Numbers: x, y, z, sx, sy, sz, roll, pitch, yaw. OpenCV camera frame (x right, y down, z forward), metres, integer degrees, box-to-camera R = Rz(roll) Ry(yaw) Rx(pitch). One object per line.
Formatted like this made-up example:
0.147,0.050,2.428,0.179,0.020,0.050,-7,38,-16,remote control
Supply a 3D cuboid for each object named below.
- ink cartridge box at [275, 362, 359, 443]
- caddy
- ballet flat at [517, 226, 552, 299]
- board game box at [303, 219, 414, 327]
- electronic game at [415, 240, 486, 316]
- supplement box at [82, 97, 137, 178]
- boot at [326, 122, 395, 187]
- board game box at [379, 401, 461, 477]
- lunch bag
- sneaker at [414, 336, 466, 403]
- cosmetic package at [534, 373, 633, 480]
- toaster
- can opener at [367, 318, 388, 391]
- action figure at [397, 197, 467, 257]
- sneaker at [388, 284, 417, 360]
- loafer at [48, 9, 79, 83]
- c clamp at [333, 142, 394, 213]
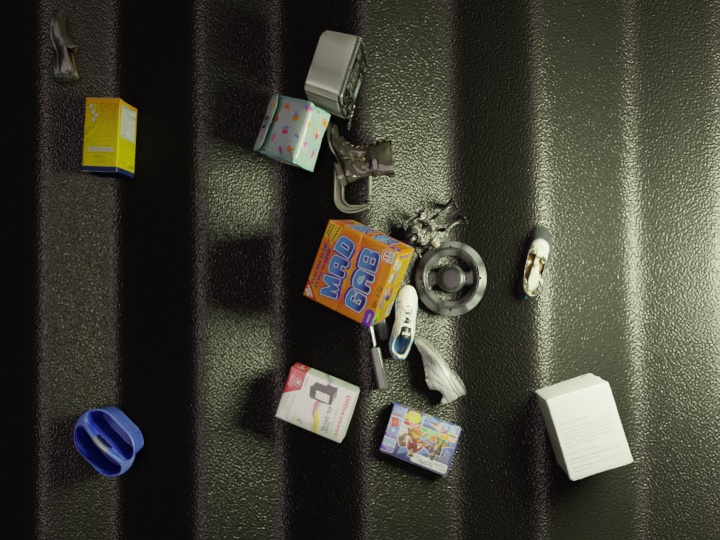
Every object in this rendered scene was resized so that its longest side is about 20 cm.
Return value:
-0.115,0.361,1.719,0.195,0.083,0.150,19,90,6,ink cartridge box
-0.710,0.479,1.763,0.199,0.105,0.142,41,92,5,caddy
0.472,-0.020,1.678,0.071,0.073,0.206,17,90,6,ballet flat
0.000,0.000,1.632,0.196,0.199,0.205,24,101,14,board game box
0.246,0.022,1.712,0.194,0.042,0.207,-1,85,13,electronic game
-0.710,-0.374,1.781,0.106,0.109,0.207,3,89,5,supplement box
0.004,-0.330,1.719,0.169,0.069,0.206,-16,79,3,boot
0.163,0.460,1.713,0.195,0.034,0.139,20,91,6,board game box
-0.203,-0.385,1.725,0.197,0.121,0.175,23,95,31,lunch bag
0.202,0.272,1.698,0.086,0.074,0.202,-36,85,9,sneaker
0.567,0.395,1.610,0.162,0.167,0.206,-18,86,5,cosmetic package
-0.061,-0.515,1.688,0.116,0.181,0.206,18,90,8,toaster
0.058,0.222,1.721,0.065,0.053,0.206,-13,89,6,can opener
0.183,-0.116,1.693,0.197,0.102,0.121,-31,88,1,action figure
0.122,0.143,1.701,0.070,0.072,0.207,8,93,-17,sneaker
-0.858,-0.650,1.826,0.070,0.073,0.207,-2,98,-3,loafer
0.004,-0.259,1.749,0.165,0.027,0.207,6,89,5,c clamp
